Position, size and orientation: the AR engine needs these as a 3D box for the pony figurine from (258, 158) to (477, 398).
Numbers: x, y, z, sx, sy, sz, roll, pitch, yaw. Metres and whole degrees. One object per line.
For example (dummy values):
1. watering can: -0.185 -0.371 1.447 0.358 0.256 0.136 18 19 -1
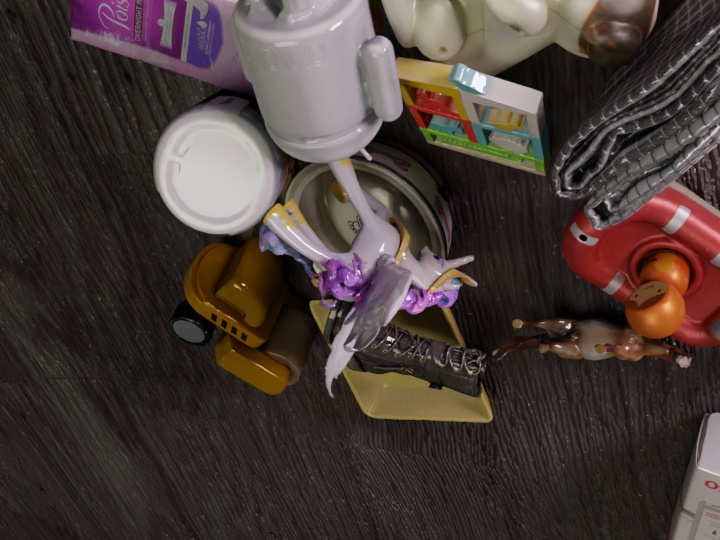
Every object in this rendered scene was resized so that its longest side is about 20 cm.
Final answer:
1. pony figurine: 0.000 0.000 0.803 0.199 0.194 0.167 41 153 0

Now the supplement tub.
1. supplement tub: -0.126 -0.120 0.847 0.120 0.200 0.125 1 110 4

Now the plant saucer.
1. plant saucer: 0.058 0.099 1.052 0.197 0.049 0.202 -4 123 37

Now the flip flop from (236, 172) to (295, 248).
1. flip flop: -0.127 -0.075 1.017 0.080 0.058 0.202 27 136 11

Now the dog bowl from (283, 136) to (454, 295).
1. dog bowl: 0.017 -0.057 0.927 0.197 0.074 0.203 18 135 19

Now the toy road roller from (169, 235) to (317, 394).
1. toy road roller: -0.130 0.047 1.050 0.199 0.124 0.146 35 139 -17

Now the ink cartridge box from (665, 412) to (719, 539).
1. ink cartridge box: 0.430 0.272 0.928 0.144 0.083 0.203 15 133 22

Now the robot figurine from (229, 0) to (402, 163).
1. robot figurine: -0.039 -0.174 0.703 0.168 0.113 0.202 23 148 31

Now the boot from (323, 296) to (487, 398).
1. boot: 0.058 0.082 0.932 0.171 0.070 0.201 12 159 20

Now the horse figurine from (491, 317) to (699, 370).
1. horse figurine: 0.241 0.075 0.881 0.197 0.132 0.051 -2 83 34

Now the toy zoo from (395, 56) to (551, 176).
1. toy zoo: 0.103 -0.140 0.748 0.129 0.021 0.200 19 174 19

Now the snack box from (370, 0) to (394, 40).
1. snack box: -0.036 -0.317 0.753 0.140 0.053 0.203 15 134 26

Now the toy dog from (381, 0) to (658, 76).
1. toy dog: 0.137 -0.215 0.670 0.197 0.140 0.196 4 133 29

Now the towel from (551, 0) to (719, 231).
1. towel: 0.245 -0.143 0.638 0.086 0.166 0.200 43 137 0

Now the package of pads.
1. package of pads: -0.166 -0.248 0.775 0.196 0.077 0.121 17 138 -7

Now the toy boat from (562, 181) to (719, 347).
1. toy boat: 0.277 0.009 0.769 0.198 0.131 0.131 34 137 3
